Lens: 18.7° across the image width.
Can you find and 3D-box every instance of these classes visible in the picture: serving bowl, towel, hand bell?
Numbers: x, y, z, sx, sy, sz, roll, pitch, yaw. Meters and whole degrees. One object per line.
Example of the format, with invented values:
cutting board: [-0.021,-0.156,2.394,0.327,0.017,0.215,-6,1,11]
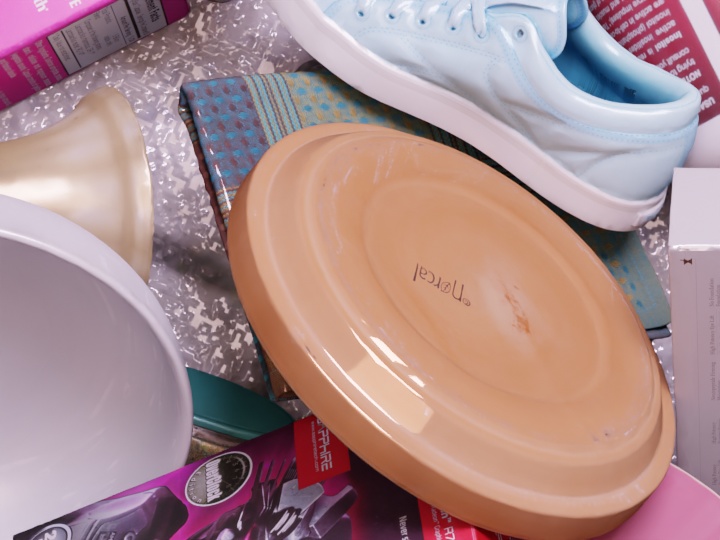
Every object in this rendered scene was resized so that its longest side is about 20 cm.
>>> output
serving bowl: [-0.167,0.042,0.884,0.199,0.066,0.201,-2,128,-3]
towel: [0.029,-0.023,0.936,0.199,0.022,0.147,-8,69,-30]
hand bell: [-0.196,-0.023,0.910,0.199,0.104,0.105,-3,84,-27]

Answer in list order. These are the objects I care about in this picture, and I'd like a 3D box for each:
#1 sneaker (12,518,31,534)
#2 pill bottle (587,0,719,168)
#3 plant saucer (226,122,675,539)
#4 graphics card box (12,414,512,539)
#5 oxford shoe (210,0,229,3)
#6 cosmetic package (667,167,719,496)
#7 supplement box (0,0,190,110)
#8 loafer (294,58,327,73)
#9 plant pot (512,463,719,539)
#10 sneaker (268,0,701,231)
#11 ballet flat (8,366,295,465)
sneaker: [-0.105,0.133,0.952,0.199,0.076,0.092,-30,81,-5]
pill bottle: [0.163,-0.110,0.958,0.112,0.113,0.201,-26,86,-3]
plant saucer: [0.041,0.015,0.846,0.200,0.200,0.032,39,123,3]
graphics card box: [-0.040,0.123,0.839,0.199,0.126,0.051,-23,125,11]
oxford shoe: [-0.062,-0.189,0.954,0.071,0.072,0.201,8,46,4]
cosmetic package: [0.170,0.044,0.902,0.082,0.201,0.051,0,46,9]
supplement box: [-0.185,-0.122,0.959,0.199,0.103,0.102,-28,86,-5]
loafer: [0.000,0.000,0.963,0.075,0.070,0.201,1,65,-29]
plant pot: [0.086,0.178,0.900,0.179,0.200,0.200,-43,86,-19]
sneaker: [0.056,-0.102,0.919,0.199,0.074,0.082,30,129,1]
ballet flat: [-0.124,0.059,0.967,0.199,0.071,0.071,23,85,1]
